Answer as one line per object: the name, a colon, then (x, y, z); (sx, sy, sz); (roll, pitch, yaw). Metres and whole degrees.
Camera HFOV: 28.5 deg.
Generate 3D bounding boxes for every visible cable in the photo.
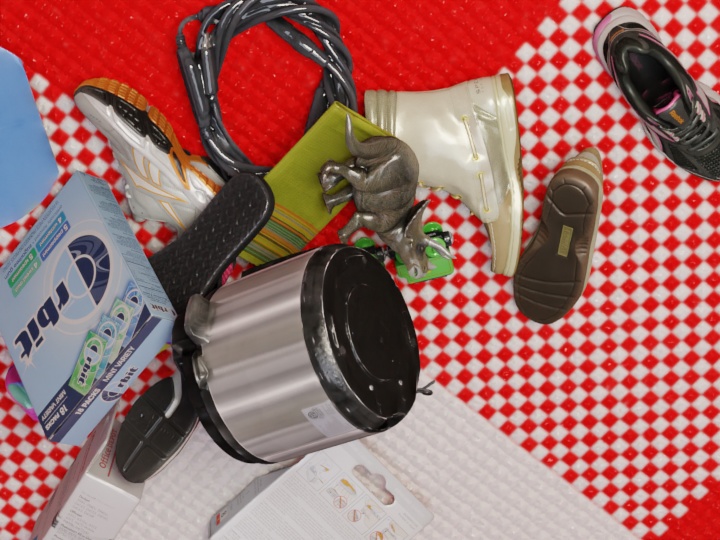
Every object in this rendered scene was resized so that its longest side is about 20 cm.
cable: (-0.082, -0.165, 1.348); (0.161, 0.051, 0.202); (-16, 107, 0)

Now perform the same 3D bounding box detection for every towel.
towel: (-0.052, -0.073, 1.339); (0.085, 0.018, 0.200); (26, 126, -31)

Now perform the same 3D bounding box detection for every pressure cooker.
pressure cooker: (-0.068, 0.081, 1.285); (0.198, 0.178, 0.178); (-21, 92, 29)

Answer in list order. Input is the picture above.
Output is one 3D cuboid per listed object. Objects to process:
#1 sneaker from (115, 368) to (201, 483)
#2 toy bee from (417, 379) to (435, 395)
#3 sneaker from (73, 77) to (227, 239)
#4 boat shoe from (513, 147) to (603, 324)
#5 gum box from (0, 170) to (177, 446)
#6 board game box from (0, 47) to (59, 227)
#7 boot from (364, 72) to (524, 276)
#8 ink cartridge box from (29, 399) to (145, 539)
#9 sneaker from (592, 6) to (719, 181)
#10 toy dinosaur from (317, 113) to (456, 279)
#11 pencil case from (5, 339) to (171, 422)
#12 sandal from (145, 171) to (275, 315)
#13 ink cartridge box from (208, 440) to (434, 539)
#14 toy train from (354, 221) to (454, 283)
sneaker: (-0.156, 0.137, 1.431); (0.202, 0.075, 0.115); (-55, 148, 0)
toy bee: (-0.010, 0.088, 1.436); (0.197, 0.131, 0.110); (-9, 74, 21)
sneaker: (-0.209, -0.095, 1.366); (0.092, 0.076, 0.200); (-41, 108, 21)
boat shoe: (0.205, -0.033, 1.396); (0.071, 0.076, 0.201); (25, 136, 9)
gum box: (-0.271, 0.035, 1.363); (0.170, 0.201, 0.044); (-48, 143, 19)
board game box: (-0.381, -0.136, 1.366); (0.156, 0.039, 0.202); (-14, 119, 0)
boot: (0.080, -0.086, 1.373); (0.152, 0.072, 0.203); (-5, 114, 4)
ink cartridge box: (-0.278, 0.238, 1.491); (0.066, 0.116, 0.201); (30, 112, -13)
sneaker: (0.291, -0.151, 1.334); (0.199, 0.087, 0.080); (40, 110, -17)
toy dinosaur: (0.016, -0.081, 1.291); (0.101, 0.077, 0.202); (-19, 130, -5)
pencil case: (-0.265, 0.081, 1.437); (0.199, 0.089, 0.089); (-35, 110, 17)
sandal: (-0.149, -0.009, 1.349); (0.200, 0.045, 0.075); (-44, 71, 13)
ink cartridge box: (-0.044, 0.273, 1.555); (0.200, 0.050, 0.162); (-42, 108, 8)
toy train: (0.000, 0.000, 1.428); (0.197, 0.042, 0.057); (-14, 125, 6)
